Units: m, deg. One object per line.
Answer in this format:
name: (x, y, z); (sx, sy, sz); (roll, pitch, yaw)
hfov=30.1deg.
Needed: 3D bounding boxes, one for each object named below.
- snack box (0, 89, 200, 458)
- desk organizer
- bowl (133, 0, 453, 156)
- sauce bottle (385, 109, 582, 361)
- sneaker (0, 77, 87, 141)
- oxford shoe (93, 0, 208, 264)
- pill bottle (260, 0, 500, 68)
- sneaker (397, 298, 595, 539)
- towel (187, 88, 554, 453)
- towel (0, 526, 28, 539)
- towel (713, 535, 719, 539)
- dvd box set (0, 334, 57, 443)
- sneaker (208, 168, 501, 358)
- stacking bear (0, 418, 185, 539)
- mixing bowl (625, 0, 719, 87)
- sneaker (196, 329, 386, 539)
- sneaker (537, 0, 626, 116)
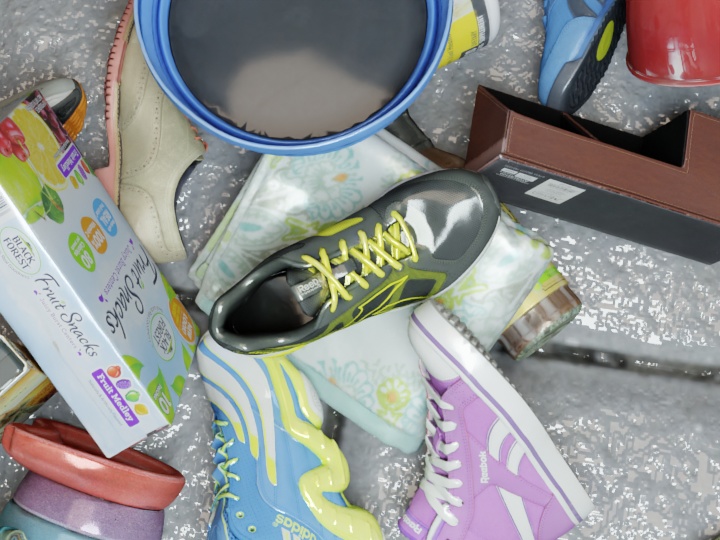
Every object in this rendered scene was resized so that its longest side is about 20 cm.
snack box: (-0.180, -0.002, 0.832); (0.053, 0.142, 0.200); (-27, 108, 12)
desk organizer: (0.173, -0.072, 0.896); (0.200, 0.072, 0.077); (15, 73, -16)
bowl: (-0.041, -0.166, 0.851); (0.201, 0.039, 0.201); (-1, 76, 2)
sauce bottle: (0.069, -0.033, 0.920); (0.065, 0.065, 0.200); (-37, 80, -8)
sneaker: (-0.291, -0.095, 0.935); (0.200, 0.076, 0.092); (-29, 73, -8)
oxford shoe: (-0.143, -0.100, 0.940); (0.075, 0.070, 0.200); (5, 87, -2)
pill bottle: (-0.013, -0.170, 0.930); (0.200, 0.112, 0.112); (-26, 77, -6)
sneaker: (0.060, 0.117, 0.839); (0.114, 0.073, 0.200); (-34, 117, 1)
towel: (0.000, 0.000, 0.883); (0.200, 0.048, 0.171); (35, 110, 8)
towel: (-0.258, 0.239, 0.814); (0.200, 0.022, 0.147); (-20, 72, 41)
towel: (0.267, 0.237, 0.867); (0.200, 0.036, 0.148); (-28, 77, -6)
dvd box set: (-0.252, 0.103, 0.818); (0.146, 0.200, 0.029); (-43, 89, -10)
sneaker: (-0.004, 0.004, 0.813); (0.200, 0.085, 0.074); (-30, 90, 12)
stacking bear: (-0.196, 0.207, 0.844); (0.114, 0.121, 0.200); (20, 86, 1)
mixing bowl: (0.257, -0.215, 0.882); (0.200, 0.200, 0.108); (-26, 113, -6)
sneaker: (-0.065, 0.129, 0.856); (0.105, 0.076, 0.200); (-24, 75, -46)
sneaker: (0.157, -0.204, 0.967); (0.078, 0.066, 0.200); (19, 77, 18)
